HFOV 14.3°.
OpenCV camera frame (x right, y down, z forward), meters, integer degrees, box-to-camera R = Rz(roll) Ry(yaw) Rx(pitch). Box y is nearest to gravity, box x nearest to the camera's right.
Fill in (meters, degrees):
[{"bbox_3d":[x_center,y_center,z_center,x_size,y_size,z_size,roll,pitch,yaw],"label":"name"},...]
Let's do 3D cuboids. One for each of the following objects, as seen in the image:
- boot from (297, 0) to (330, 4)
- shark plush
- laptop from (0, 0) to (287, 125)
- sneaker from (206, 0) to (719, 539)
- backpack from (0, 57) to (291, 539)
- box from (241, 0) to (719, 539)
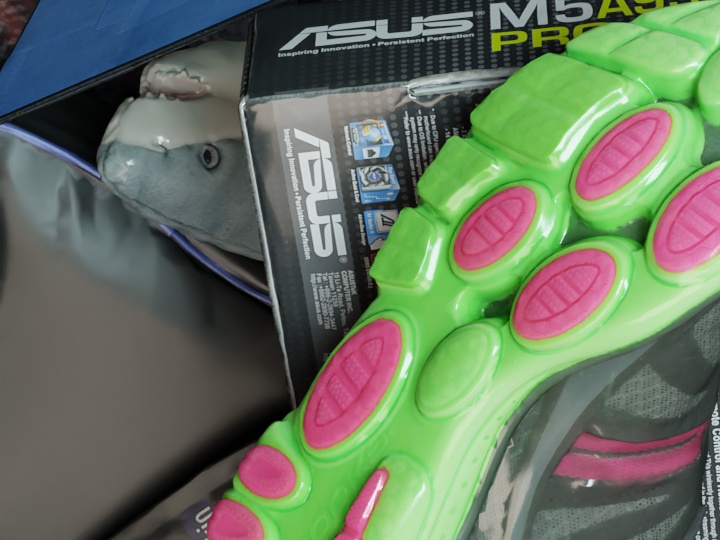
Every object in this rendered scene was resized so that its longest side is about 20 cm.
[{"bbox_3d":[0.071,-0.092,0.832,0.131,0.070,0.200,27,142,-10],"label":"boot"},{"bbox_3d":[0.000,0.000,0.852,0.091,0.083,0.200,-10,136,33],"label":"shark plush"},{"bbox_3d":[-0.021,-0.158,0.715,0.116,0.187,0.200,9,131,8],"label":"laptop"},{"bbox_3d":[0.044,0.022,0.616,0.084,0.077,0.200,17,121,-46],"label":"sneaker"},{"bbox_3d":[-0.100,0.047,0.919,0.200,0.154,0.191,36,103,-6],"label":"backpack"},{"bbox_3d":[0.065,0.027,0.684,0.160,0.044,0.200,-7,121,5],"label":"box"}]
